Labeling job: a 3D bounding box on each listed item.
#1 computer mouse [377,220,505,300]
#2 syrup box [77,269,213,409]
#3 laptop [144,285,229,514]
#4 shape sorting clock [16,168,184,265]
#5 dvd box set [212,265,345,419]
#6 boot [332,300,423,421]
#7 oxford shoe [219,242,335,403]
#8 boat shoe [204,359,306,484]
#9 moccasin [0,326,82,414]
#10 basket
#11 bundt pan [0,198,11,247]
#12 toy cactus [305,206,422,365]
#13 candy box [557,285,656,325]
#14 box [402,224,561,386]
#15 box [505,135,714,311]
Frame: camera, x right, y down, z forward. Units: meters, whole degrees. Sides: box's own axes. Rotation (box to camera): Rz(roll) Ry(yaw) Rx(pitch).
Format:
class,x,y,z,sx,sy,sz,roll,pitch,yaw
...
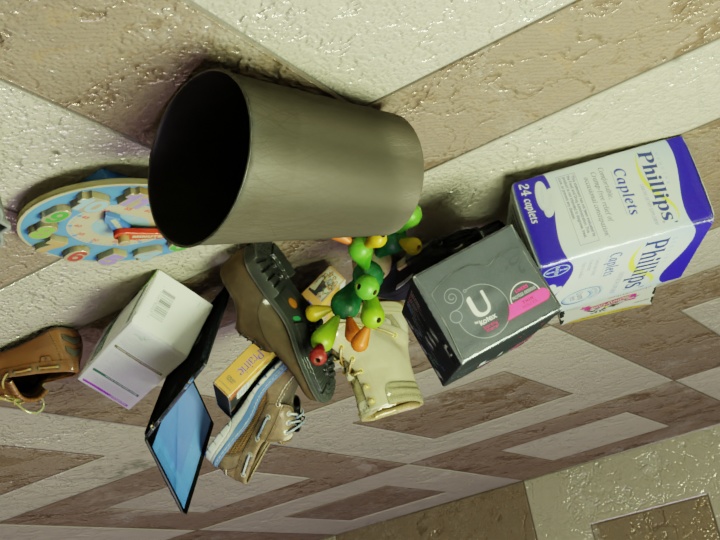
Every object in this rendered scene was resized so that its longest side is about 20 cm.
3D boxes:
class,x,y,z,sx,sy,sz,roll,pitch,yaw
computer mouse,0.072,0.001,1.295,0.199,0.046,0.140,-26,174,32
syrup box,-0.261,0.087,1.310,0.081,0.079,0.200,34,142,-15
laptop,-0.179,0.147,1.283,0.103,0.178,0.200,33,117,-14
shape sorting clock,-0.237,-0.044,1.084,0.199,0.039,0.200,-10,158,-4
dvd box set,-0.099,0.091,1.344,0.200,0.029,0.146,-45,171,-17
boot,-0.019,0.124,1.459,0.199,0.156,0.073,-3,157,-22
oxford shoe,-0.093,0.066,1.246,0.084,0.201,0.073,-26,-175,27
boat shoe,-0.105,0.175,1.331,0.200,0.072,0.072,-52,171,20
moccasin,-0.427,0.139,1.394,0.201,0.078,0.074,-22,157,25
basket,-0.055,-0.089,0.943,0.199,0.137,0.180,0,160,-36
bundt pan,-0.396,-0.063,0.901,0.201,0.076,0.202,-11,159,-4
toy cactus,0.000,0.000,1.212,0.102,0.201,0.165,23,-164,-1
candy box,0.326,0.004,1.465,0.136,0.061,0.200,-14,159,5
box,0.125,0.044,1.193,0.122,0.106,0.200,-28,170,-6
box,0.273,-0.042,1.240,0.199,0.105,0.184,-16,159,-2
